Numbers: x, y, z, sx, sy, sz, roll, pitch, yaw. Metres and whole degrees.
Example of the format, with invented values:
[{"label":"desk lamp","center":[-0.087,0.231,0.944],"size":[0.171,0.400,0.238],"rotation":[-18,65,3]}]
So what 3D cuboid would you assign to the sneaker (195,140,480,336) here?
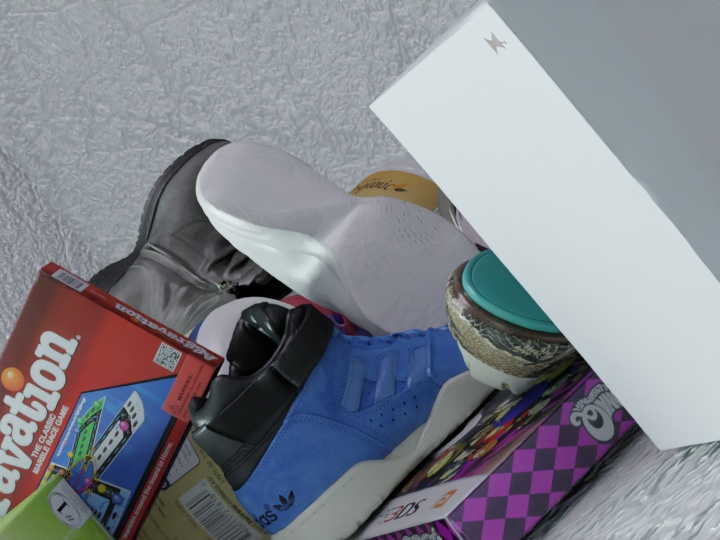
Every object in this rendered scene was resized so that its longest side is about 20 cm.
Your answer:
[{"label":"sneaker","center":[0.000,0.000,1.125],"size":[0.075,0.200,0.089],"rotation":[-49,-23,-20]}]

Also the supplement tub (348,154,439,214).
[{"label":"supplement tub","center":[0.023,0.016,1.321],"size":[0.200,0.144,0.144],"rotation":[-43,5,-32]}]

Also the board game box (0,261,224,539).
[{"label":"board game box","center":[-0.156,0.105,1.025],"size":[0.200,0.103,0.019],"rotation":[-63,-6,19]}]

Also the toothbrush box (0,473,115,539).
[{"label":"toothbrush box","center":[-0.154,0.203,0.934],"size":[0.086,0.146,0.200],"rotation":[-38,4,17]}]

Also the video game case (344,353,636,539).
[{"label":"video game case","center":[0.081,0.073,0.949],"size":[0.200,0.036,0.181],"rotation":[-42,4,-23]}]

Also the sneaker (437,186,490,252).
[{"label":"sneaker","center":[0.106,-0.068,1.155],"size":[0.106,0.075,0.200],"rotation":[-41,26,28]}]

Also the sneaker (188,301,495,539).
[{"label":"sneaker","center":[-0.001,0.043,0.988],"size":[0.200,0.111,0.077],"rotation":[-42,2,-33]}]

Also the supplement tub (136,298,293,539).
[{"label":"supplement tub","center":[-0.092,0.123,1.109],"size":[0.200,0.144,0.144],"rotation":[-38,5,26]}]

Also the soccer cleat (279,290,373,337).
[{"label":"soccer cleat","center":[0.031,0.019,1.191],"size":[0.200,0.067,0.076],"rotation":[-13,-15,-23]}]

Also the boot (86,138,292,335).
[{"label":"boot","center":[-0.084,-0.008,1.253],"size":[0.130,0.068,0.200],"rotation":[-1,41,34]}]

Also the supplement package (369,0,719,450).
[{"label":"supplement package","center":[0.151,-0.069,0.768],"size":[0.200,0.191,0.147],"rotation":[-41,4,-18]}]

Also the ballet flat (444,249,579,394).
[{"label":"ballet flat","center":[0.084,0.016,0.930],"size":[0.200,0.068,0.075],"rotation":[-37,-21,-58]}]
